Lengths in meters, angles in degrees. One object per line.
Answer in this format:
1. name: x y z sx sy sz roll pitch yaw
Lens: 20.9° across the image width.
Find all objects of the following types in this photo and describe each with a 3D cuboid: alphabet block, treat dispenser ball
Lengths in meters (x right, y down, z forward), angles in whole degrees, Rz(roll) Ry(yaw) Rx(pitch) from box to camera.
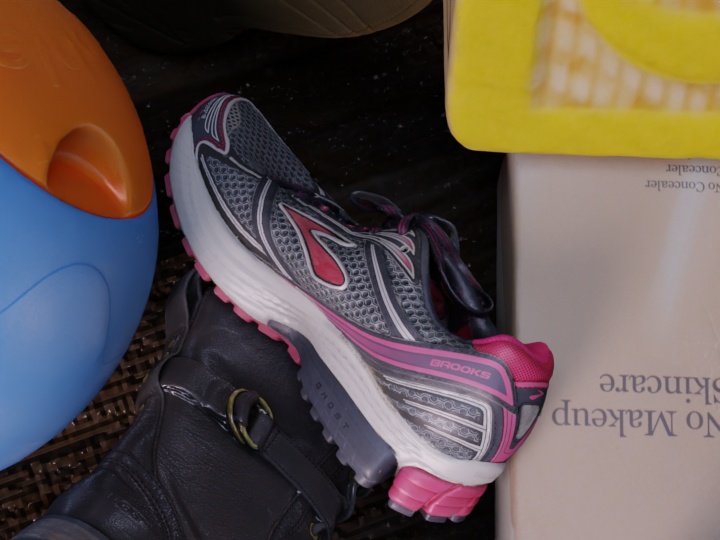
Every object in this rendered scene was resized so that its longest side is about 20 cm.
1. alphabet block: 0.128 -0.177 0.717 0.193 0.197 0.201 1 49 1
2. treat dispenser ball: -0.173 -0.019 0.702 0.199 0.201 0.203 0 75 -1

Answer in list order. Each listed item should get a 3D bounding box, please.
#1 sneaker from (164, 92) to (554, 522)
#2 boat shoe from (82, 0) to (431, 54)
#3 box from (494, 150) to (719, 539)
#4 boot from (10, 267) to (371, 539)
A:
1. sneaker: 0.000 0.000 0.738 0.200 0.080 0.075 49 115 28
2. boat shoe: -0.038 -0.131 0.752 0.072 0.200 0.066 38 66 -33
3. box: 0.099 0.053 0.750 0.094 0.078 0.202 0 75 -1
4. boot: -0.029 0.110 0.711 0.200 0.069 0.174 51 39 -9
